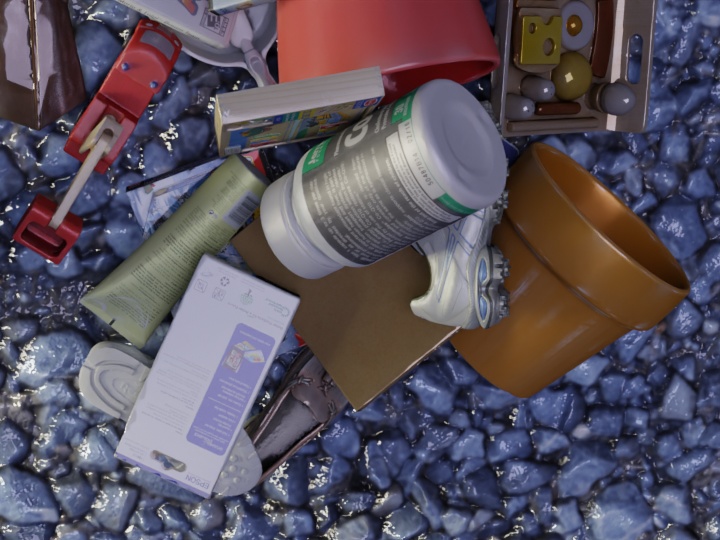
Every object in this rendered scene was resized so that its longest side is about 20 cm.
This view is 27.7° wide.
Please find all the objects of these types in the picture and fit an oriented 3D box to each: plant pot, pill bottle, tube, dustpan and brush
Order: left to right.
[{"bbox_3d":[-0.165,-0.021,1.339,0.058,0.052,0.200,44,97,15],"label":"tube"},{"bbox_3d":[-0.110,-0.218,1.339,0.139,0.057,0.201,-28,105,-3],"label":"dustpan and brush"},{"bbox_3d":[0.011,-0.246,1.293,0.198,0.200,0.179,-11,88,-7],"label":"plant pot"},{"bbox_3d":[0.015,-0.071,1.235,0.199,0.113,0.113,-26,108,36],"label":"pill bottle"},{"bbox_3d":[0.176,0.014,1.379,0.200,0.201,0.183,37,109,-15],"label":"plant pot"}]

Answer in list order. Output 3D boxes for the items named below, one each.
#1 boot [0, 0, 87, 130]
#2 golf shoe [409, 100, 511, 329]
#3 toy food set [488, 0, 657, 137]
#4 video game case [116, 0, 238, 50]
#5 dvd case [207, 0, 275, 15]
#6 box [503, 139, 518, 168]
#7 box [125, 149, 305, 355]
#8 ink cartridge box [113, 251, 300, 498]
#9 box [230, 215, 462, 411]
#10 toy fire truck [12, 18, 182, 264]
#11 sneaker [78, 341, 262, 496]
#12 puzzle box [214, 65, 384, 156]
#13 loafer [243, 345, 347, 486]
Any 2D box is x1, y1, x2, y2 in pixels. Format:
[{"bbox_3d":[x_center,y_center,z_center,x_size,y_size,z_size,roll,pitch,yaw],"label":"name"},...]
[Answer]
[{"bbox_3d":[-0.256,-0.231,1.313,0.184,0.064,0.202,-4,103,-5],"label":"boot"},{"bbox_3d":[0.082,-0.050,1.277,0.096,0.078,0.202,0,83,14],"label":"golf shoe"},{"bbox_3d":[0.200,-0.196,1.363,0.199,0.060,0.145,-7,105,-39],"label":"toy food set"},{"bbox_3d":[-0.168,-0.320,1.271,0.181,0.024,0.202,23,75,-28],"label":"video game case"},{"bbox_3d":[-0.045,-0.304,1.222,0.198,0.018,0.144,-10,80,26],"label":"dvd case"},{"bbox_3d":[0.048,-0.067,1.390,0.121,0.032,0.201,31,104,-25],"label":"box"},{"bbox_3d":[-0.125,-0.008,1.391,0.136,0.040,0.202,-20,104,-4],"label":"box"},{"bbox_3d":[-0.138,0.094,1.316,0.099,0.039,0.201,25,93,-5],"label":"ink cartridge box"},{"bbox_3d":[0.000,0.000,1.333,0.163,0.021,0.201,-39,80,6],"label":"box"},{"bbox_3d":[-0.230,-0.117,1.293,0.049,0.141,0.200,31,113,-15],"label":"toy fire truck"},{"bbox_3d":[-0.173,0.133,1.377,0.200,0.081,0.077,41,92,-6],"label":"sneaker"},{"bbox_3d":[-0.056,-0.131,1.223,0.132,0.200,0.026,-12,89,-6],"label":"puzzle box"},{"bbox_3d":[-0.059,0.140,1.420,0.072,0.063,0.200,42,92,-14],"label":"loafer"}]
